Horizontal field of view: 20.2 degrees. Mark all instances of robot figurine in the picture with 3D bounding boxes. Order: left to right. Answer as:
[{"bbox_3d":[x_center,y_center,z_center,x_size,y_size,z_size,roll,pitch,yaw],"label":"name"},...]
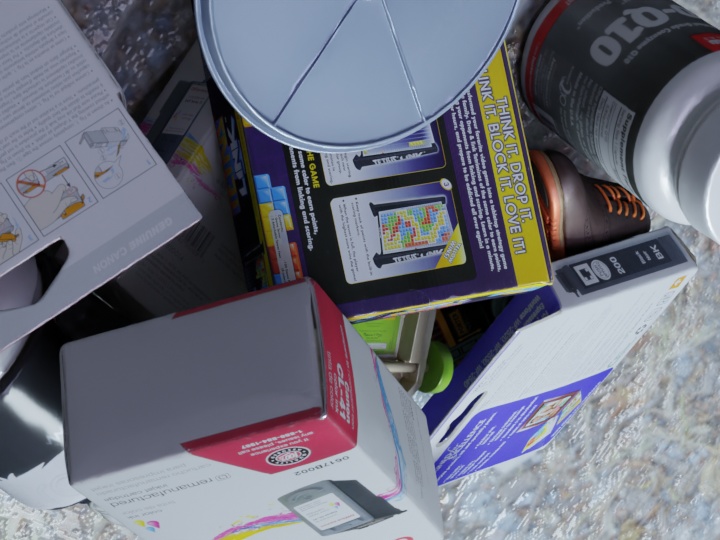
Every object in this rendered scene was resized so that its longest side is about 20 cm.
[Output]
[{"bbox_3d":[-0.193,0.056,1.152,0.150,0.125,0.200,-42,130,6],"label":"robot figurine"}]

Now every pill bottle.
[{"bbox_3d":[0.196,-0.100,1.257,0.113,0.200,0.115,-15,124,-23],"label":"pill bottle"}]

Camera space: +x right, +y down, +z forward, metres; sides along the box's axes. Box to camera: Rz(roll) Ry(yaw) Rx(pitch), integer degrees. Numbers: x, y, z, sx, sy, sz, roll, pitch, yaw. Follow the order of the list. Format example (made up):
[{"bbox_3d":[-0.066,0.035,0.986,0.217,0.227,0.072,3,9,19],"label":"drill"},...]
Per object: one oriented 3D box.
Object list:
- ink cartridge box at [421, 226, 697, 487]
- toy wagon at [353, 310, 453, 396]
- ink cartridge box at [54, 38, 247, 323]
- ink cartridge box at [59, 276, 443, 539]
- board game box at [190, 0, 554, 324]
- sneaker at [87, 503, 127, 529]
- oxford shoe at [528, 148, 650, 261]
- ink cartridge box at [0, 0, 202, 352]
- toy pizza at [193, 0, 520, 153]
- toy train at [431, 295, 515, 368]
[{"bbox_3d":[0.100,0.065,1.296,0.199,0.043,0.199,-16,150,-48],"label":"ink cartridge box"},{"bbox_3d":[0.000,0.000,1.198,0.154,0.039,0.202,3,100,-44],"label":"toy wagon"},{"bbox_3d":[-0.074,-0.053,1.187,0.117,0.067,0.201,44,72,-40],"label":"ink cartridge box"},{"bbox_3d":[-0.053,0.096,1.087,0.146,0.086,0.200,-17,148,14],"label":"ink cartridge box"},{"bbox_3d":[0.006,-0.074,1.125,0.164,0.057,0.202,-9,84,-20],"label":"board game box"},{"bbox_3d":[-0.108,0.093,1.261,0.099,0.078,0.201,21,113,-29],"label":"sneaker"},{"bbox_3d":[0.145,-0.042,1.301,0.072,0.072,0.200,-22,164,6],"label":"oxford shoe"},{"bbox_3d":[-0.209,-0.040,1.073,0.199,0.174,0.044,-34,170,-10],"label":"ink cartridge box"},{"bbox_3d":[0.000,-0.158,1.052,0.199,0.032,0.202,-14,120,-25],"label":"toy pizza"},{"bbox_3d":[0.050,-0.017,1.301,0.113,0.085,0.201,-28,129,-2],"label":"toy train"}]
